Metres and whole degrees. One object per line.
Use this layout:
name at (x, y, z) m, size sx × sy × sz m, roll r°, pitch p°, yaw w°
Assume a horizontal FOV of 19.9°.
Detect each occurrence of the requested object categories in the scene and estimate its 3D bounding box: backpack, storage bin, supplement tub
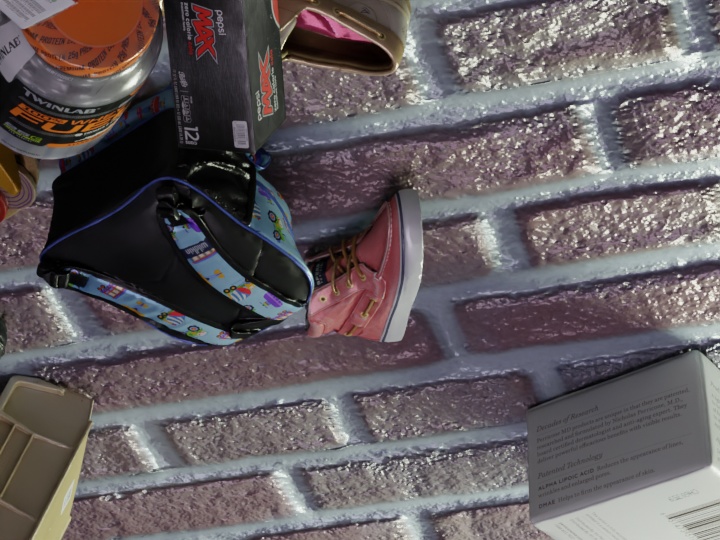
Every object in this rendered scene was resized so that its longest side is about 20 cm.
backpack at (-0.138, -0.031, 1.689) m, size 0.182 × 0.135 × 0.200 m, roll -29°, pitch 133°, yaw 33°
storage bin at (-0.342, 0.235, 2.006) m, size 0.093 × 0.199 × 0.200 m, roll 22°, pitch 141°, yaw 1°
supplement tub at (-0.212, -0.161, 1.481) m, size 0.122 × 0.123 × 0.200 m, roll 13°, pitch 164°, yaw -14°

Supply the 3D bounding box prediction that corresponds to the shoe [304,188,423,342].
shoe at (0.000, 0.000, 1.778) m, size 0.091 × 0.072 × 0.200 m, roll 0°, pitch 148°, yaw -7°

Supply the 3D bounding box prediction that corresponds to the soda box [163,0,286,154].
soda box at (-0.099, -0.188, 1.462) m, size 0.063 × 0.071 × 0.201 m, roll 7°, pitch 119°, yaw 18°

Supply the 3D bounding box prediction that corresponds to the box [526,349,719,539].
box at (0.294, 0.202, 1.988) m, size 0.199 × 0.131 × 0.199 m, roll -22°, pitch 137°, yaw 29°

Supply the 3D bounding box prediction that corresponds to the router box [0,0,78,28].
router box at (-0.254, -0.285, 1.320) m, size 0.049 × 0.180 × 0.200 m, roll -21°, pitch 138°, yaw 28°

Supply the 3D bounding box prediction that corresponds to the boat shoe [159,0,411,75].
boat shoe at (-0.059, -0.188, 1.532) m, size 0.199 × 0.069 × 0.074 m, roll 7°, pitch 143°, yaw -8°

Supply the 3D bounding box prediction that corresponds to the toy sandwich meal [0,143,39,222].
toy sandwich meal at (-0.365, -0.078, 1.688) m, size 0.204 × 0.070 × 0.206 m, roll 1°, pitch 143°, yaw 1°

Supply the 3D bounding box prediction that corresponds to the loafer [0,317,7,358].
loafer at (-0.421, 0.085, 1.907) m, size 0.200 × 0.071 × 0.068 m, roll -13°, pitch 140°, yaw 18°
